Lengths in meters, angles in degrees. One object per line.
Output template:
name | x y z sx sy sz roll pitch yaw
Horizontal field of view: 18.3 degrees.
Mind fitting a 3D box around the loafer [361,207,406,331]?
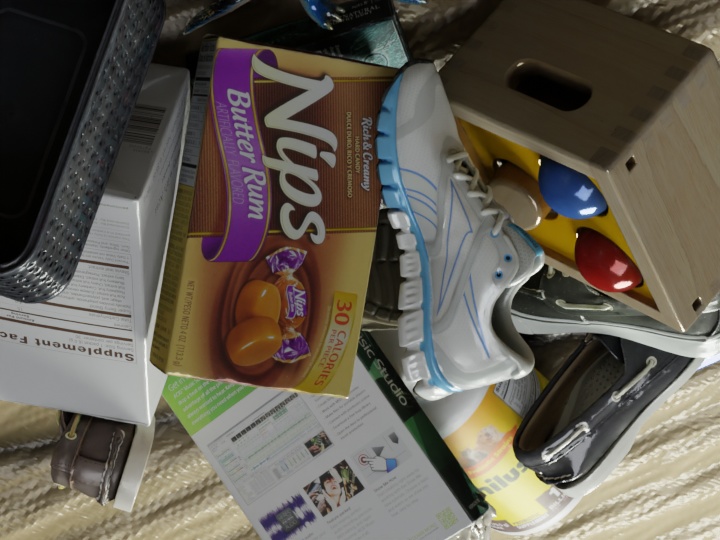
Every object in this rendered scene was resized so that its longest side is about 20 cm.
loafer | 0.000 0.000 1.406 0.199 0.077 0.067 1 179 19

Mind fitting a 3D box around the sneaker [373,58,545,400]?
sneaker | 0.064 -0.027 1.308 0.086 0.075 0.201 -6 99 26

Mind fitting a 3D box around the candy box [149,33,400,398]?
candy box | -0.050 -0.032 1.332 0.116 0.056 0.201 9 93 -16

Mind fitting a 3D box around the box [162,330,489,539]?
box | -0.027 0.116 1.494 0.144 0.036 0.200 -36 89 26

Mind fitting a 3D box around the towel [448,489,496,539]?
towel | 0.003 0.148 1.573 0.199 0.035 0.133 25 158 12

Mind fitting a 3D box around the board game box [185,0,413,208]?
board game box | -0.016 -0.079 1.430 0.135 0.028 0.200 -17 135 6

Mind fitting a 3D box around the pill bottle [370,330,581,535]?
pill bottle | 0.074 0.098 1.571 0.109 0.110 0.200 -31 133 20

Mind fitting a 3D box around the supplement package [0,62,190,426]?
supplement package | -0.172 -0.021 1.374 0.119 0.122 0.201 10 137 6

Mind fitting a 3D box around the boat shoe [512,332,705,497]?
boat shoe | 0.177 0.059 1.516 0.060 0.074 0.200 32 99 -31

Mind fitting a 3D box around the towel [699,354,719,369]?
towel | 0.245 -0.010 1.562 0.144 0.024 0.200 -26 136 14

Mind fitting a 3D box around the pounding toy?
pounding toy | 0.126 -0.055 1.377 0.142 0.200 0.184 -48 136 -15

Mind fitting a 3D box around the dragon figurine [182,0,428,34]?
dragon figurine | -0.012 -0.197 1.287 0.199 0.059 0.100 -10 136 -1

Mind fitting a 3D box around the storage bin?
storage bin | -0.202 -0.097 1.227 0.135 0.201 0.094 18 172 8

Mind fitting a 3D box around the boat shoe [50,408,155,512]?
boat shoe | -0.170 0.097 1.478 0.059 0.200 0.072 15 108 -9

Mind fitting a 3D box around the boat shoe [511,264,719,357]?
boat shoe | 0.154 0.003 1.477 0.199 0.071 0.064 9 144 24
